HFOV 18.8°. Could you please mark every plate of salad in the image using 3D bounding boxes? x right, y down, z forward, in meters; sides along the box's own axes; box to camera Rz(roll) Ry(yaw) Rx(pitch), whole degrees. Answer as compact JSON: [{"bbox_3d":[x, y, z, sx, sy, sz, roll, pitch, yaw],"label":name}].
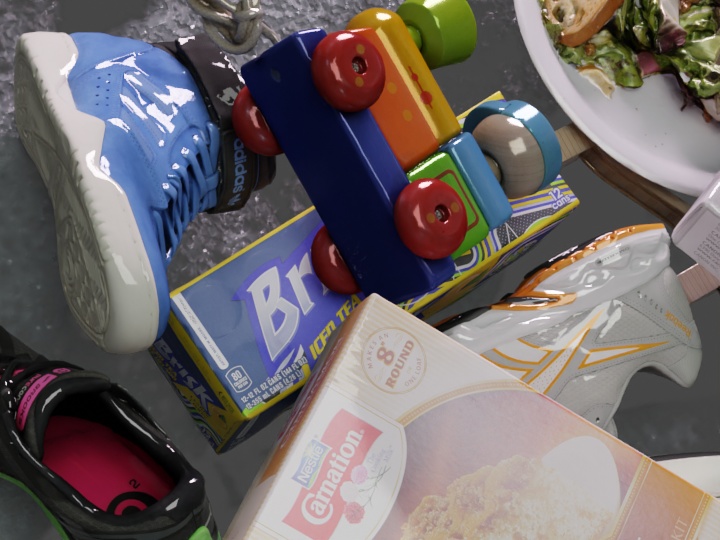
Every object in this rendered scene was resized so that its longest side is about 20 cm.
[{"bbox_3d":[0.171,-0.130,1.101,0.199,0.048,0.202,10,62,-19],"label":"plate of salad"}]

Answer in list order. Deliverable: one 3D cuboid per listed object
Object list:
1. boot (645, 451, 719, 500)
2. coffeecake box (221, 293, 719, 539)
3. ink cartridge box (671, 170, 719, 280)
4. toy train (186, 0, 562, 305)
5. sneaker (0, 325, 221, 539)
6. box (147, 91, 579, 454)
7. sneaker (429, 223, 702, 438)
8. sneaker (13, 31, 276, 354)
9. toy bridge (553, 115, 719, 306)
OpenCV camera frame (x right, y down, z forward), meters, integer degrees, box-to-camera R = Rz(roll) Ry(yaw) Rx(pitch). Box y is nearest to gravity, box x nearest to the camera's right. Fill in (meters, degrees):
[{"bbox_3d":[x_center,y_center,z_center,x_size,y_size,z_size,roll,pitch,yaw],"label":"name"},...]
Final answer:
[{"bbox_3d":[0.185,0.155,0.994,0.198,0.072,0.146,4,88,-17],"label":"boot"},{"bbox_3d":[0.047,0.130,0.885,0.199,0.073,0.154,31,69,-6],"label":"coffeecake box"},{"bbox_3d":[0.272,-0.016,1.031,0.200,0.045,0.176,39,58,4],"label":"ink cartridge box"},{"bbox_3d":[0.003,-0.096,0.949,0.115,0.084,0.201,-33,96,-36],"label":"toy train"},{"bbox_3d":[-0.137,0.059,0.921,0.199,0.084,0.077,31,52,14],"label":"sneaker"},{"bbox_3d":[0.000,0.000,1.006,0.199,0.064,0.070,-33,82,-23],"label":"box"},{"bbox_3d":[0.072,0.057,0.997,0.199,0.076,0.092,-27,91,-10],"label":"sneaker"},{"bbox_3d":[-0.082,-0.042,0.958,0.110,0.077,0.200,-4,36,-19],"label":"sneaker"},{"bbox_3d":[0.155,0.013,1.067,0.067,0.027,0.201,-27,82,-23],"label":"toy bridge"}]
